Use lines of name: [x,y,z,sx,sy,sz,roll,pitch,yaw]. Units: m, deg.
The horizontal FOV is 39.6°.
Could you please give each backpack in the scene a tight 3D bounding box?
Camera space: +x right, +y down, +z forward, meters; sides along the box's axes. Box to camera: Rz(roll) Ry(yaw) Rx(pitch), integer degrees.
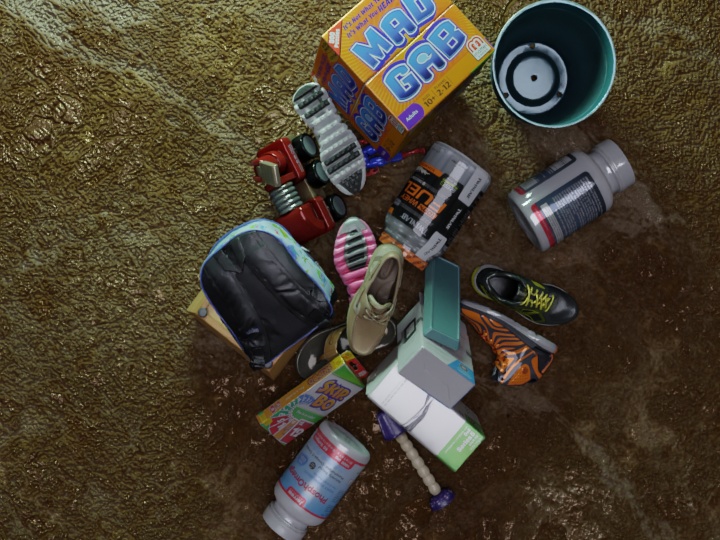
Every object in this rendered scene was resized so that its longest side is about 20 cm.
backpack: [-0.156,0.021,1.620,0.182,0.147,0.201,-34,105,12]

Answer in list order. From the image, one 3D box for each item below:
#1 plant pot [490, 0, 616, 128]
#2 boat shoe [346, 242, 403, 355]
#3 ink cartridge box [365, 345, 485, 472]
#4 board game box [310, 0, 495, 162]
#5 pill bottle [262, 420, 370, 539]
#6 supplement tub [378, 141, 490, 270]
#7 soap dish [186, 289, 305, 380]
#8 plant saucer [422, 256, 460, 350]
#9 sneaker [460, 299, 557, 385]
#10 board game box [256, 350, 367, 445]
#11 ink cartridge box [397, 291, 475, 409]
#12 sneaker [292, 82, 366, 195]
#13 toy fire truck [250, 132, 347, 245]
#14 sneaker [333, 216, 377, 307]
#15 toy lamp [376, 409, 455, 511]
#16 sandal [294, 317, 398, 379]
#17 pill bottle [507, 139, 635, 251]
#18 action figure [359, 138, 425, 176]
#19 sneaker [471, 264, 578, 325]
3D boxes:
plant pot: [0.306,-0.334,1.674,0.198,0.188,0.202,0,94,-1]
boat shoe: [0.023,0.055,1.667,0.071,0.065,0.202,12,108,-7]
ink cartridge box: [0.110,0.235,1.727,0.200,0.146,0.084,41,96,-3]
board game box: [0.062,-0.337,1.639,0.200,0.200,0.200,-43,90,-11]
pill bottle: [-0.081,0.372,1.752,0.108,0.109,0.201,36,92,-3]
supplement tub: [0.124,-0.109,1.718,0.122,0.123,0.201,33,92,-3]
soap dish: [-0.183,0.072,1.744,0.199,0.081,0.158,38,92,-2]
plant saucer: [0.142,0.048,1.700,0.069,0.201,0.019,25,128,-16]
sneaker: [0.241,0.136,1.759,0.199,0.078,0.113,29,92,-3]
board game box: [-0.079,0.224,1.756,0.199,0.096,0.030,-38,50,0]
ink cartridge box: [0.126,0.132,1.702,0.115,0.200,0.067,36,112,-14]
sneaker: [-0.045,-0.223,1.705,0.075,0.081,0.202,-25,85,5]
toy fire truck: [-0.118,-0.129,1.655,0.128,0.200,0.177,-23,95,32]
sneaker: [0.000,0.000,1.733,0.078,0.096,0.202,-9,108,3]
toy lamp: [0.096,0.330,1.779,0.058,0.058,0.201,-35,95,1]
sandal: [-0.024,0.134,1.764,0.198,0.055,0.083,-17,94,0]
pill bottle: [0.365,-0.134,1.722,0.199,0.120,0.120,-32,94,1]
action figure: [0.012,-0.198,1.749,0.198,0.052,0.066,-20,97,3]
sneaker: [0.290,0.050,1.750,0.198,0.085,0.075,18,94,-2]
